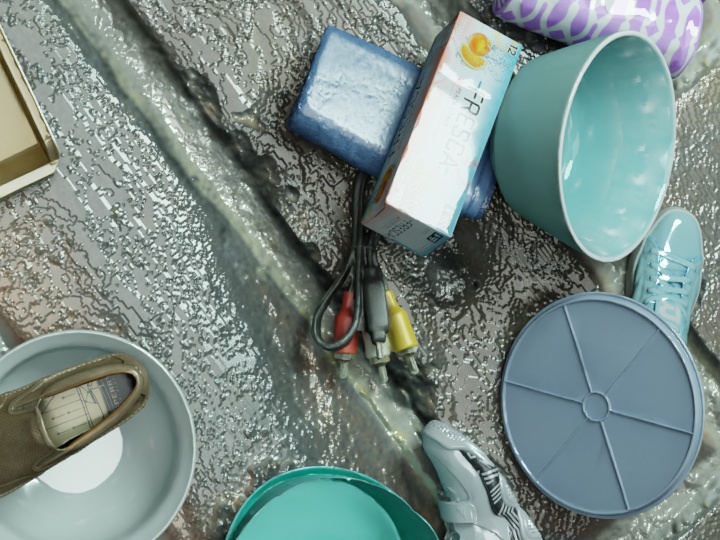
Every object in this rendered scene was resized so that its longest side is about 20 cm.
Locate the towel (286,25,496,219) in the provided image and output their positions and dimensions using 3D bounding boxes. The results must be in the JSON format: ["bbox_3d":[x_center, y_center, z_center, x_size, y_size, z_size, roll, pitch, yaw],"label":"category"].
[{"bbox_3d":[0.035,-0.128,1.526,0.198,0.049,0.113,27,66,-12],"label":"towel"}]

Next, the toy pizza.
[{"bbox_3d":[0.216,0.120,1.524,0.198,0.032,0.203,3,95,33],"label":"toy pizza"}]

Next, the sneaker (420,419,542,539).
[{"bbox_3d":[0.090,0.239,1.523,0.114,0.075,0.201,-37,99,-12],"label":"sneaker"}]

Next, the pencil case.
[{"bbox_3d":[0.216,-0.242,1.559,0.198,0.084,0.086,20,62,-11],"label":"pencil case"}]

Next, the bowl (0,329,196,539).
[{"bbox_3d":[-0.243,0.151,1.454,0.198,0.090,0.204,0,88,-11],"label":"bowl"}]

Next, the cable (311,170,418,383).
[{"bbox_3d":[0.000,0.000,1.539,0.096,0.050,0.203,-3,77,-4],"label":"cable"}]

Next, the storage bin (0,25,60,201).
[{"bbox_3d":[-0.381,-0.134,1.432,0.198,0.094,0.200,-27,93,-11],"label":"storage bin"}]

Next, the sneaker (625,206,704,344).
[{"bbox_3d":[0.279,0.039,1.561,0.073,0.082,0.202,15,87,-11],"label":"sneaker"}]

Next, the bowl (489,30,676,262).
[{"bbox_3d":[0.187,-0.115,1.511,0.200,0.104,0.203,-18,114,-49],"label":"bowl"}]

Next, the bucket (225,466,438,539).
[{"bbox_3d":[-0.029,0.268,1.470,0.204,0.135,0.210,0,89,-12],"label":"bucket"}]

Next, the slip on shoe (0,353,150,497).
[{"bbox_3d":[-0.260,0.129,1.375,0.198,0.061,0.077,-24,93,-10],"label":"slip on shoe"}]

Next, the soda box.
[{"bbox_3d":[0.071,-0.118,1.475,0.068,0.064,0.202,27,68,-12],"label":"soda box"}]
